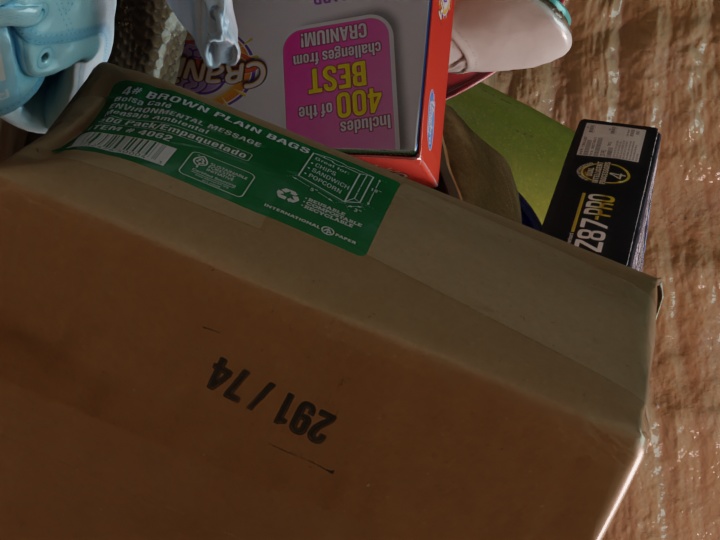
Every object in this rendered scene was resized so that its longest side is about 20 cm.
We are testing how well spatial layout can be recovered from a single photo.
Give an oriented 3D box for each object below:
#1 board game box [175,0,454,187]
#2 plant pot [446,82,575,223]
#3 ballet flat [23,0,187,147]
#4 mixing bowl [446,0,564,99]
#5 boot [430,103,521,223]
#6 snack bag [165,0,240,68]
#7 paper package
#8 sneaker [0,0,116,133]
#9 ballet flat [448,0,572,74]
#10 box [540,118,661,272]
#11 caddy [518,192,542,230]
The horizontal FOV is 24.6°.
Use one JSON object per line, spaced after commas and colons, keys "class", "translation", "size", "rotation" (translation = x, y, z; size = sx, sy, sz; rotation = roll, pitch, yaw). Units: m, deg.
{"class": "board game box", "translation": [-0.036, -0.137, 0.664], "size": [0.040, 0.151, 0.202], "rotation": [43, 52, -71]}
{"class": "plant pot", "translation": [0.051, -0.049, 1.054], "size": [0.187, 0.198, 0.189], "rotation": [10, 90, -86]}
{"class": "ballet flat", "translation": [-0.079, -0.106, 0.626], "size": [0.046, 0.067, 0.202], "rotation": [24, 72, -35]}
{"class": "mixing bowl", "translation": [0.010, -0.185, 0.936], "size": [0.201, 0.198, 0.109], "rotation": [-78, 147, -46]}
{"class": "boot", "translation": [0.041, 0.000, 0.677], "size": [0.074, 0.075, 0.201], "rotation": [-45, -148, 33]}
{"class": "snack bag", "translation": [-0.075, -0.187, 0.521], "size": [0.200, 0.021, 0.190], "rotation": [-126, -151, -53]}
{"class": "paper package", "translation": [-0.029, 0.062, 0.513], "size": [0.104, 0.198, 0.192], "rotation": [-66, 177, -65]}
{"class": "sneaker", "translation": [-0.107, -0.089, 0.475], "size": [0.200, 0.073, 0.083], "rotation": [50, 39, -78]}
{"class": "ballet flat", "translation": [-0.007, -0.121, 0.705], "size": [0.070, 0.199, 0.070], "rotation": [-53, 163, -24]}
{"class": "box", "translation": [0.104, 0.039, 0.785], "size": [0.200, 0.049, 0.163], "rotation": [-63, 157, -59]}
{"class": "caddy", "translation": [0.000, 0.000, 0.869], "size": [0.105, 0.198, 0.143], "rotation": [-106, -165, -61]}
